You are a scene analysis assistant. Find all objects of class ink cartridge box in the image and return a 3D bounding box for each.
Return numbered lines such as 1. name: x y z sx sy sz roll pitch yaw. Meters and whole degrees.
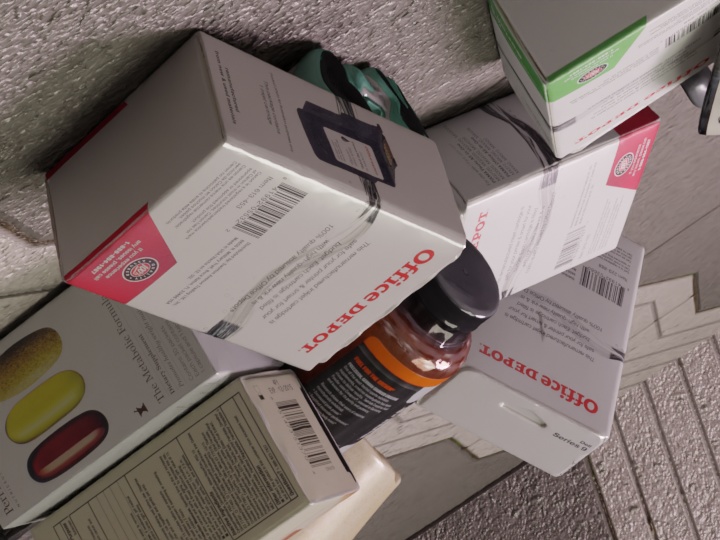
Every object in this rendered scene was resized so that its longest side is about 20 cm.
1. ink cartridge box: -0.059 -0.035 1.324 0.199 0.085 0.145 22 131 -42
2. ink cartridge box: 0.166 -0.166 1.515 0.145 0.084 0.200 -32 167 -1
3. ink cartridge box: 0.141 0.045 1.879 0.084 0.145 0.201 -46 -159 50
4. ink cartridge box: 0.115 -0.057 1.730 0.199 0.083 0.146 -23 147 -31

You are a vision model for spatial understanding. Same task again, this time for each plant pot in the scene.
1. plant pot: -0.068 0.217 2.225 0.183 0.201 0.200 -42 167 -2

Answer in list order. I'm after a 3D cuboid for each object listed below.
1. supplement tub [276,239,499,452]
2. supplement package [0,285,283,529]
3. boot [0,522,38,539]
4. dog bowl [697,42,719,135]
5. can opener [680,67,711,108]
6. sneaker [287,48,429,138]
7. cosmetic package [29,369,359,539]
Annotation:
1. supplement tub: 0.004 0.052 1.594 0.200 0.107 0.107 -37 166 32
2. supplement package: -0.174 0.076 1.567 0.199 0.114 0.109 -37 167 20
3. boot: -0.317 0.225 1.913 0.199 0.070 0.132 -28 173 5
4. dog bowl: 0.293 -0.178 1.543 0.200 0.073 0.202 18 90 -80
5. can opener: 0.240 -0.169 1.734 0.052 0.067 0.200 -35 162 21
6. sneaker: -0.038 -0.069 1.451 0.139 0.078 0.200 -33 158 15
7. cosmetic package: -0.113 0.163 1.554 0.199 0.104 0.087 -35 168 21
